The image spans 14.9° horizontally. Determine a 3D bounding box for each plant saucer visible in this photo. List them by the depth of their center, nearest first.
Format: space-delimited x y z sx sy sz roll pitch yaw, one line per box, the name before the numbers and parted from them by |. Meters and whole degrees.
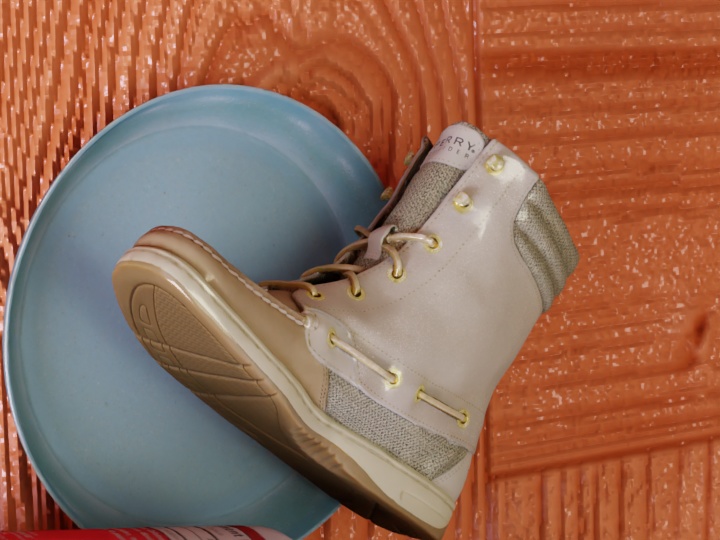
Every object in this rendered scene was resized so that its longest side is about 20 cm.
plant saucer | -0.064 0.023 1.134 0.200 0.027 0.200 -5 98 -36

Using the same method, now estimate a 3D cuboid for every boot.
boot | 0.000 0.000 1.119 0.200 0.072 0.155 42 71 -37

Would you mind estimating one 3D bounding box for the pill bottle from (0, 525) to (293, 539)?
pill bottle | -0.079 0.155 1.067 0.200 0.112 0.112 2 94 -27
